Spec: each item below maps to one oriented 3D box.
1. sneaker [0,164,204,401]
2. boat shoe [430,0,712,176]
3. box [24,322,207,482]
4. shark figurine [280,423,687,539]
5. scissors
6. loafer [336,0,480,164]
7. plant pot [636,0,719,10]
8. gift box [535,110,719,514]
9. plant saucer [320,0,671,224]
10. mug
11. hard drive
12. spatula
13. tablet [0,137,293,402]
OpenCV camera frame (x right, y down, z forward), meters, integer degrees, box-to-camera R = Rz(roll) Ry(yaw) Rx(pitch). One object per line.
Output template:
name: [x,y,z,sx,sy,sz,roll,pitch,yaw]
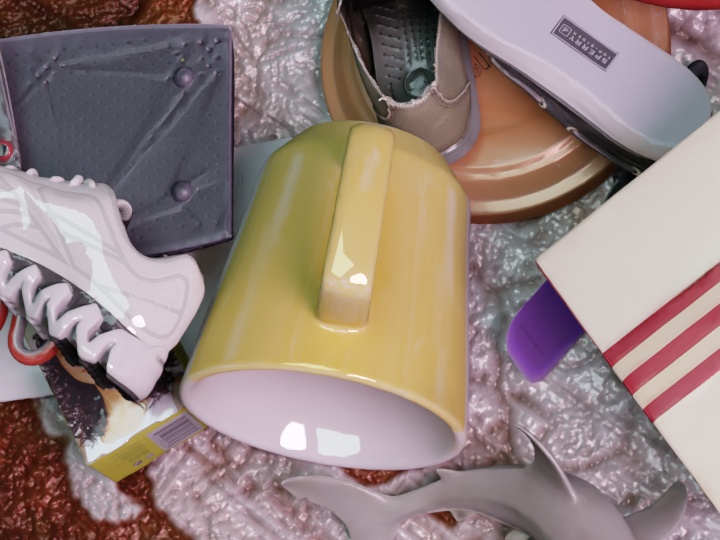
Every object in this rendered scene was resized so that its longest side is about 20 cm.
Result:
sneaker: [-0.167,-0.020,1.053,0.199,0.075,0.081,36,80,8]
boat shoe: [0.096,-0.119,1.093,0.200,0.057,0.069,42,69,9]
box: [-0.156,0.012,1.155,0.075,0.050,0.201,-32,68,1]
shark figurine: [0.073,0.113,1.048,0.213,0.090,0.128,13,50,43]
scissors: [-0.180,-0.051,1.099,0.072,0.014,0.202,2,80,14]
loafer: [0.022,-0.157,1.135,0.075,0.070,0.202,-18,69,7]
plant pot: [0.172,-0.251,1.079,0.198,0.183,0.201,2,46,-2]
gift box: [0.227,0.025,1.007,0.186,0.184,0.200,-40,71,8]
plant saucer: [0.073,-0.126,1.167,0.198,0.032,0.202,-4,72,13]
mug: [0.004,0.004,1.073,0.186,0.149,0.154,-21,52,52]
hard drive: [-0.161,-0.061,1.129,0.198,0.042,0.136,-5,71,11]
spatula: [0.136,-0.032,1.117,0.020,0.057,0.201,18,70,37]
tablet: [-0.123,0.000,1.184,0.198,0.014,0.131,-9,71,11]
